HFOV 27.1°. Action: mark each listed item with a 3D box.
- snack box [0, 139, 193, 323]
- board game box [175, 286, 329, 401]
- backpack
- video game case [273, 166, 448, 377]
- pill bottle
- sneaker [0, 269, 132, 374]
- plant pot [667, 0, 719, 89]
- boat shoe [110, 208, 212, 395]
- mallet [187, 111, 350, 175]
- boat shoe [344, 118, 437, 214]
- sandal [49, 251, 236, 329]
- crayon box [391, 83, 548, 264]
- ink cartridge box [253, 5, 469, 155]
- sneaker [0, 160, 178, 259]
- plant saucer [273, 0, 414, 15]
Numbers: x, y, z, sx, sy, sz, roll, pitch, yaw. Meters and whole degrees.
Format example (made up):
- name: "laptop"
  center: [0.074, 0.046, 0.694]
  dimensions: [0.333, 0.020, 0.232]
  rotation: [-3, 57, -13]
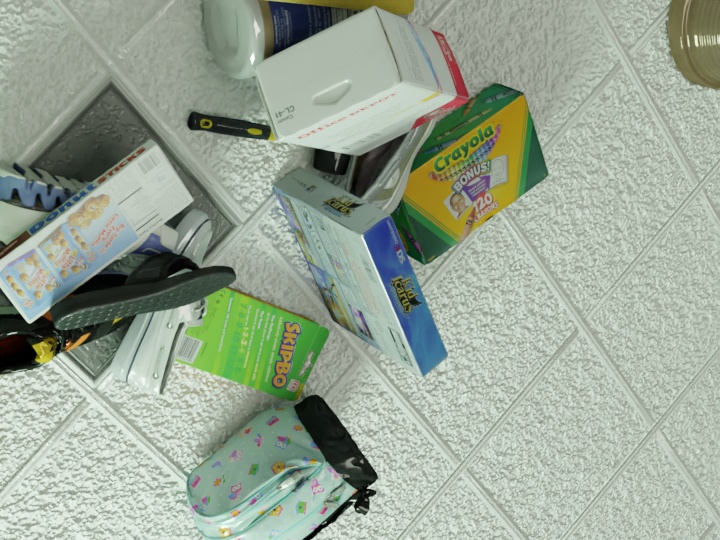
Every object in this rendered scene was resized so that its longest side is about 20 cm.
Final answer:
- name: "snack box"
  center: [-0.259, -0.038, 1.437]
  dimensions: [0.199, 0.024, 0.072]
  rotation: [-38, 121, -10]
- name: "board game box"
  center: [-0.129, 0.077, 1.670]
  dimensions: [0.199, 0.030, 0.096]
  rotation: [24, 95, -37]
- name: "backpack"
  center: [-0.095, 0.241, 1.692]
  dimensions: [0.199, 0.167, 0.127]
  rotation: [-37, 116, -2]
- name: "video game case"
  center: [0.000, 0.000, 1.631]
  dimensions: [0.045, 0.181, 0.201]
  rotation: [-36, 126, -19]
- name: "pill bottle"
  center: [-0.052, -0.267, 1.531]
  dimensions: [0.198, 0.111, 0.112]
  rotation: [-17, 117, -29]
- name: "sneaker"
  center: [-0.303, 0.063, 1.485]
  dimensions: [0.198, 0.090, 0.071]
  rotation: [-17, 119, -18]
- name: "plant pot"
  center: [0.495, -0.324, 1.910]
  dimensions: [0.199, 0.092, 0.203]
  rotation: [-15, 117, -30]
- name: "boat shoe"
  center: [-0.191, 0.036, 1.571]
  dimensions: [0.201, 0.066, 0.074]
  rotation: [-64, 172, 15]
- name: "mallet"
  center: [-0.094, -0.137, 1.605]
  dimensions: [0.198, 0.041, 0.067]
  rotation: [-2, 106, -31]
- name: "boat shoe"
  center: [0.033, -0.158, 1.642]
  dimensions: [0.065, 0.074, 0.204]
  rotation: [23, 88, -66]
- name: "sandal"
  center: [-0.212, 0.011, 1.474]
  dimensions: [0.199, 0.075, 0.048]
  rotation: [-12, 74, -33]
- name: "crayon box"
  center: [0.118, -0.114, 1.747]
  dimensions: [0.199, 0.058, 0.120]
  rotation: [-36, 125, -19]
- name: "ink cartridge box"
  center: [0.005, -0.186, 1.504]
  dimensions: [0.200, 0.147, 0.086]
  rotation: [3, 65, -67]
- name: "sneaker"
  center: [-0.292, -0.030, 1.485]
  dimensions: [0.198, 0.081, 0.116]
  rotation: [16, 102, -31]
- name: "plant saucer"
  center: [-0.033, -0.360, 1.476]
  dimensions: [0.198, 0.048, 0.202]
  rotation: [0, 71, -36]
